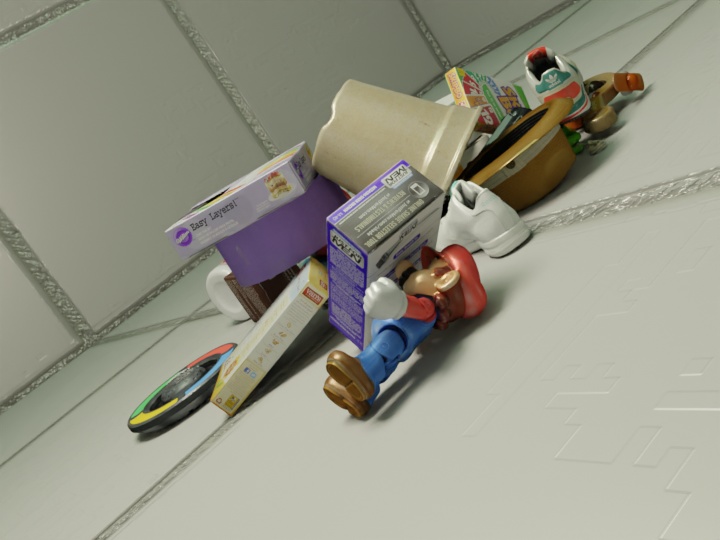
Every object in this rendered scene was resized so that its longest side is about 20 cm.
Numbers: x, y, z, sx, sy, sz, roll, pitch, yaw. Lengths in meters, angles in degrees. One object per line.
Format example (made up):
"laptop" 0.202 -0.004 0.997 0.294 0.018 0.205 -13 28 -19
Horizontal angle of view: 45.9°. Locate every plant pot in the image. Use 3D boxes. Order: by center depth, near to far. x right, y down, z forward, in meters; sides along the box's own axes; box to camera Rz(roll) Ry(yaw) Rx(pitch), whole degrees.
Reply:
"plant pot" 0.043 -0.162 1.146 0.200 0.183 0.201 24 -90 -87

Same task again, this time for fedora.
"fedora" 0.208 -0.134 1.095 0.200 0.082 0.201 -41 9 8

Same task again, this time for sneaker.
"sneaker" 0.130 -0.068 1.030 0.075 0.089 0.200 -39 12 -15
"sneaker" 0.266 -0.282 1.191 0.070 0.094 0.200 -27 30 17

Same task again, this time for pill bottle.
"pill bottle" -0.190 -0.003 1.613 0.112 0.112 0.200 -23 16 44

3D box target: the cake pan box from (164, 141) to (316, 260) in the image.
"cake pan box" -0.156 -0.096 1.153 0.199 0.052 0.184 -28 11 12

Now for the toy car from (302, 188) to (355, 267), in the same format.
"toy car" 0.001 -0.092 1.416 0.199 0.185 0.177 -4 16 6

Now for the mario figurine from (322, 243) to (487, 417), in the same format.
"mario figurine" 0.033 0.040 0.817 0.200 0.106 0.123 -43 17 -28

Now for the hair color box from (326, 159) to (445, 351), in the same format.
"hair color box" 0.023 -0.009 0.896 0.109 0.065 0.200 -40 -23 -24

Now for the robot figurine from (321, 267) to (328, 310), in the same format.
"robot figurine" 0.000 0.000 1.168 0.145 0.058 0.200 -45 11 -1

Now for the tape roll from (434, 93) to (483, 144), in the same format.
"tape roll" 0.098 -0.207 1.354 0.202 0.071 0.203 -31 12 8

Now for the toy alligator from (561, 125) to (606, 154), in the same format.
"toy alligator" 0.271 -0.183 1.186 0.059 0.054 0.200 -37 12 -12

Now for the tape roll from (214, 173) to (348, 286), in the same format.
"tape roll" -0.112 -0.065 1.235 0.199 0.085 0.200 -29 12 7

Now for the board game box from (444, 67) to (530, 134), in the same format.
"board game box" 0.214 -0.254 1.324 0.030 0.096 0.200 -30 -20 37

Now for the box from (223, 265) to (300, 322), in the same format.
"box" -0.150 0.029 1.397 0.075 0.100 0.200 -37 12 -18

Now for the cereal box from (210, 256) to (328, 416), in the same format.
"cereal box" -0.113 0.080 1.100 0.200 0.039 0.144 -50 10 9

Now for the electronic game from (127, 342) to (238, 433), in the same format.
"electronic game" -0.262 0.173 1.271 0.200 0.042 0.200 -34 11 8

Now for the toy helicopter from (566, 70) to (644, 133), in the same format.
"toy helicopter" 0.343 -0.241 1.215 0.132 0.079 0.200 -21 22 19

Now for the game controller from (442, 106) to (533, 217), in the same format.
"game controller" 0.181 -0.149 1.231 0.200 0.042 0.104 -54 -1 0

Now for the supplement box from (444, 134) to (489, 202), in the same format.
"supplement box" 0.150 -0.160 1.385 0.126 0.074 0.200 -33 11 2
